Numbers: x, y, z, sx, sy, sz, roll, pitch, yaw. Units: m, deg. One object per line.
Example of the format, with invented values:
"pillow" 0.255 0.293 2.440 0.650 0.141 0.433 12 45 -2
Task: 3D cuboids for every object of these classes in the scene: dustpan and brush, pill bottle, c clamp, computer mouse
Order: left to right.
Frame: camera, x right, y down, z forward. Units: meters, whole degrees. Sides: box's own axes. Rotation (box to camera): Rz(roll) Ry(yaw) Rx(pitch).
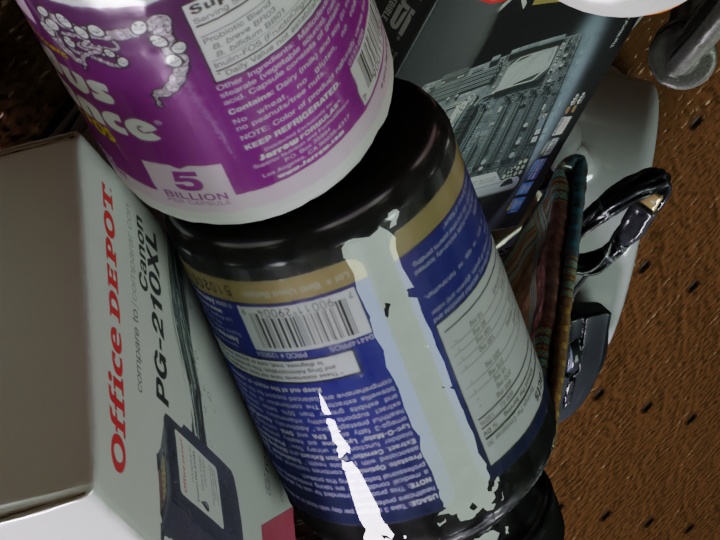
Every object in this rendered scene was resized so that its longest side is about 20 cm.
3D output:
"pill bottle" -0.063 -0.111 0.902 0.112 0.112 0.200 -40 146 -10
"pill bottle" 0.010 0.036 1.046 0.112 0.112 0.200 -35 124 -20
"computer mouse" 0.104 0.020 1.266 0.058 0.034 0.200 -14 151 -22
"dustpan and brush" 0.108 -0.045 1.297 0.200 0.057 0.140 85 15 -80
"c clamp" 0.158 -0.135 1.199 0.171 0.027 0.200 -55 -174 19

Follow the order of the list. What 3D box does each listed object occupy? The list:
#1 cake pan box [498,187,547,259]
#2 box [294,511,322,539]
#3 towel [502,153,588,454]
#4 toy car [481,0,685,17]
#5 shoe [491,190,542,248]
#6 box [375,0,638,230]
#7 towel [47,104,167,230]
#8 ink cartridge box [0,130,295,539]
"cake pan box" 0.044 0.051 1.421 0.200 0.052 0.184 -24 150 -39
"box" -0.052 0.104 1.244 0.100 0.075 0.200 -10 157 -42
"towel" 0.059 0.056 1.226 0.200 0.022 0.147 114 -14 -59
"toy car" 0.052 -0.166 0.927 0.150 0.200 0.175 -45 -169 48
"shoe" 0.000 0.000 1.251 0.200 0.053 0.070 -34 143 -26
"box" 0.047 -0.098 1.110 0.157 0.050 0.200 -12 139 -50
"towel" -0.027 -0.090 1.104 0.200 0.032 0.191 -53 154 16
"ink cartridge box" -0.096 0.063 1.011 0.084 0.145 0.200 -15 149 15
